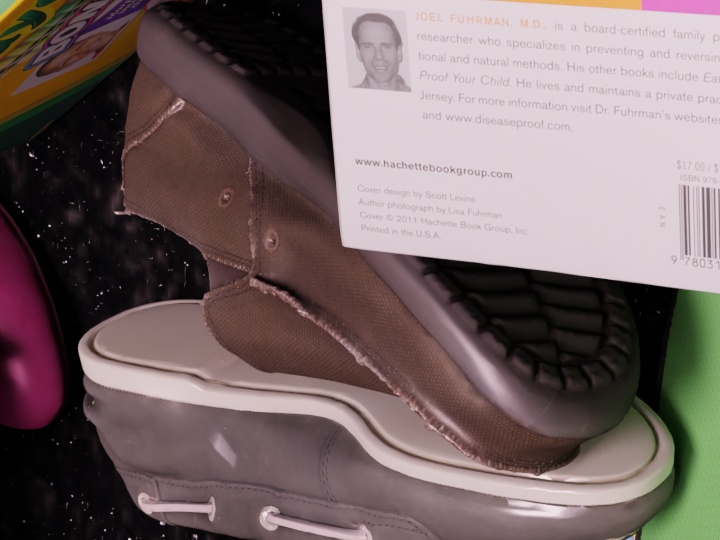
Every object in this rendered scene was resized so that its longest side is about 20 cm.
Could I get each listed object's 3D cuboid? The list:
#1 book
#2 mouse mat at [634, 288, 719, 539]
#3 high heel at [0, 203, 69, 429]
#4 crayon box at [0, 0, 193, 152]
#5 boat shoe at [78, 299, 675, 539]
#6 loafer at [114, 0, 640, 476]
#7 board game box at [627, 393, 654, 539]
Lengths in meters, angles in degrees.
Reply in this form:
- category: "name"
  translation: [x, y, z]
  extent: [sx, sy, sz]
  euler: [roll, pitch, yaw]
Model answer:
- category: "book"
  translation: [0.056, -0.095, 0.611]
  extent: [0.133, 0.048, 0.201]
  euler: [8, 114, 24]
- category: "mouse mat"
  translation: [0.105, 0.048, 0.659]
  extent: [0.161, 0.007, 0.201]
  euler: [-21, 57, 64]
- category: "high heel"
  translation: [-0.177, -0.016, 0.858]
  extent: [0.200, 0.096, 0.068]
  euler: [42, 120, 15]
- category: "crayon box"
  translation: [-0.079, -0.098, 0.762]
  extent: [0.200, 0.119, 0.058]
  euler: [-37, 84, 34]
- category: "boat shoe"
  translation: [0.005, 0.052, 0.770]
  extent: [0.199, 0.067, 0.057]
  euler: [12, 123, 40]
- category: "loafer"
  translation: [0.000, 0.000, 0.746]
  extent: [0.200, 0.073, 0.071]
  euler: [45, 121, 46]
- category: "board game box"
  translation: [0.039, 0.118, 0.812]
  extent: [0.103, 0.019, 0.201]
  euler: [34, 119, 21]
